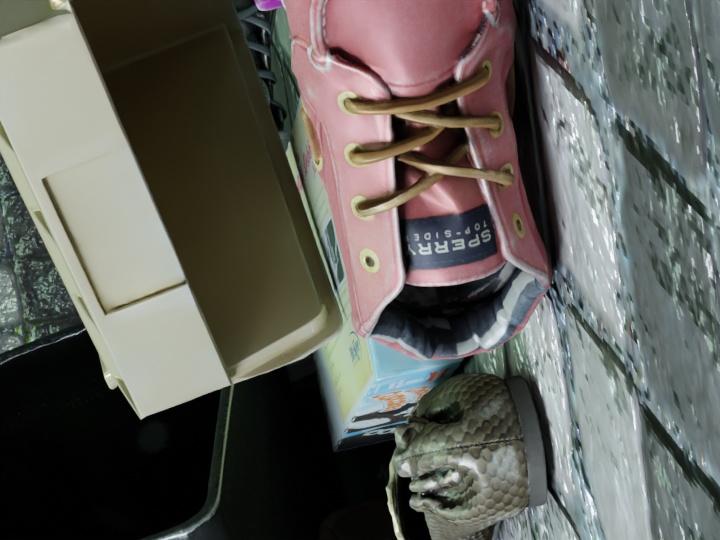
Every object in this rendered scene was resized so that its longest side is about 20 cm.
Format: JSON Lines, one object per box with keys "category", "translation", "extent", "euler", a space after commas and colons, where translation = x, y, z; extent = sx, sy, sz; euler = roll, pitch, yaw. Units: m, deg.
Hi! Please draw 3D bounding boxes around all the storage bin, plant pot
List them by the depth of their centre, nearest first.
{"category": "storage bin", "translation": [-0.091, -0.085, 0.917], "extent": [0.201, 0.093, 0.199], "euler": [71, 179, -46]}
{"category": "plant pot", "translation": [-0.107, 0.149, 1.086], "extent": [0.200, 0.199, 0.178], "euler": [-86, -27, -61]}

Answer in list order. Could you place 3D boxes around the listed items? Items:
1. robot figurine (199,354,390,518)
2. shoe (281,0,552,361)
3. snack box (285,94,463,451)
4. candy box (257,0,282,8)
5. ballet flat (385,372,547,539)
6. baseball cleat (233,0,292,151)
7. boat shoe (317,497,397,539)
{"category": "robot figurine", "translation": [-0.056, 0.084, 1.222], "extent": [0.125, 0.149, 0.202], "euler": [-83, -16, -71]}
{"category": "shoe", "translation": [0.019, -0.044, 0.689], "extent": [0.200, 0.071, 0.092], "euler": [83, 172, -69]}
{"category": "snack box", "translation": [0.000, 0.000, 1.005], "extent": [0.200, 0.037, 0.117], "euler": [115, 143, -78]}
{"category": "candy box", "translation": [-0.033, -0.194, 0.795], "extent": [0.201, 0.061, 0.137], "euler": [-112, 10, -51]}
{"category": "ballet flat", "translation": [0.026, 0.071, 0.878], "extent": [0.200, 0.046, 0.068], "euler": [124, 135, -80]}
{"category": "baseball cleat", "translation": [-0.051, -0.090, 1.131], "extent": [0.106, 0.069, 0.201], "euler": [39, 128, 44]}
{"category": "boat shoe", "translation": [0.021, 0.170, 1.002], "extent": [0.203, 0.074, 0.075], "euler": [-90, -7, -64]}
